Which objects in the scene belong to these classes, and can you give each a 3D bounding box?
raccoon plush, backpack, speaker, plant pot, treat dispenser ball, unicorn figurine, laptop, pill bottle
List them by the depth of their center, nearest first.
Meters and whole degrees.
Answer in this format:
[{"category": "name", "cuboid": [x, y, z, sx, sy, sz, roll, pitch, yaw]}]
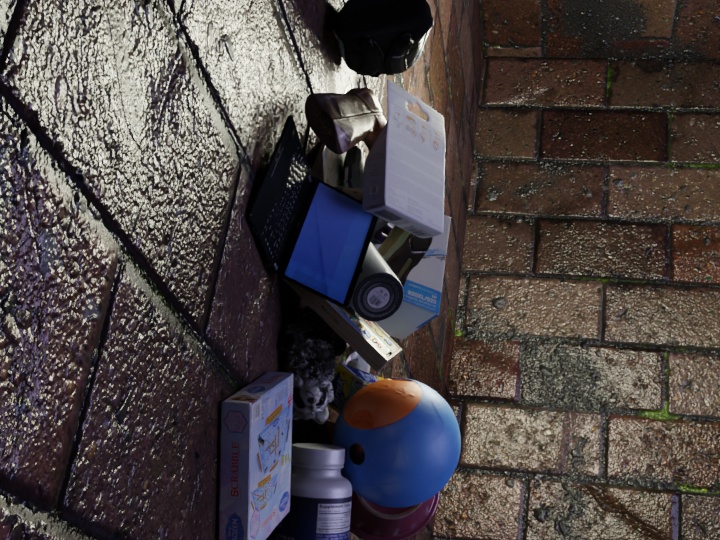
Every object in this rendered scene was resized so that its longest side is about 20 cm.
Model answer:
[{"category": "laptop", "cuboid": [-0.059, -0.079, 1.400, 0.200, 0.103, 0.178, 73, 29, -53]}, {"category": "pill bottle", "cuboid": [-0.070, 0.361, 1.505, 0.111, 0.111, 0.201, 25, 68, -77]}, {"category": "raccoon plush", "cuboid": [-0.065, 0.144, 1.537, 0.200, 0.096, 0.135, -50, 150, -71]}, {"category": "speaker", "cuboid": [0.000, 0.000, 1.566, 0.200, 0.081, 0.082, -123, -153, -61]}, {"category": "treat dispenser ball", "cuboid": [0.057, 0.269, 1.589, 0.201, 0.200, 0.202, 3, 90, -78]}, {"category": "backpack", "cuboid": [0.036, -0.399, 1.721, 0.200, 0.162, 0.154, 80, 1, -69]}, {"category": "plant pot", "cuboid": [0.046, 0.370, 1.758, 0.179, 0.199, 0.201, 105, -8, -74]}, {"category": "unicorn figurine", "cuboid": [-0.014, 0.165, 1.791, 0.138, 0.074, 0.200, -55, 169, -33]}]

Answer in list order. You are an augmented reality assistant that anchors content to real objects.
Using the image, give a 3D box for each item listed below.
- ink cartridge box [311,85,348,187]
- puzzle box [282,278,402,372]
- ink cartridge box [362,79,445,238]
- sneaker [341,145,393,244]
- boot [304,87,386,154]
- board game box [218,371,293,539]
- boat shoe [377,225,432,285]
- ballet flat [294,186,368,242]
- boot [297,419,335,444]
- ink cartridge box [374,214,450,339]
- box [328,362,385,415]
[{"category": "ink cartridge box", "cuboid": [-0.052, -0.169, 1.608, 0.200, 0.045, 0.177, -74, 163, -49]}, {"category": "puzzle box", "cuboid": [-0.025, 0.065, 1.510, 0.025, 0.200, 0.133, -46, 174, 10]}, {"category": "ink cartridge box", "cuboid": [0.068, -0.166, 1.542, 0.160, 0.047, 0.201, 22, 64, -50]}, {"category": "sneaker", "cuboid": [0.021, -0.122, 1.658, 0.200, 0.087, 0.075, 84, 15, -46]}, {"category": "boot", "cuboid": [0.003, -0.189, 1.524, 0.187, 0.064, 0.200, 57, 24, 0]}, {"category": "board game box", "cuboid": [-0.134, 0.249, 1.332, 0.200, 0.041, 0.200, -21, 113, -77]}, {"category": "boat shoe", "cuboid": [0.035, 0.000, 1.661, 0.200, 0.076, 0.072, -50, 134, 2]}, {"category": "ballet flat", "cuboid": [-0.037, -0.086, 1.509, 0.200, 0.074, 0.074, -41, 140, -36]}, {"category": "boot", "cuboid": [-0.065, 0.340, 1.631, 0.144, 0.072, 0.201, 46, 40, -74]}, {"category": "ink cartridge box", "cuboid": [0.058, -0.008, 1.810, 0.147, 0.144, 0.201, -41, -146, 56]}, {"category": "box", "cuboid": [0.016, 0.219, 1.734, 0.070, 0.064, 0.200, -57, 146, 4]}]
